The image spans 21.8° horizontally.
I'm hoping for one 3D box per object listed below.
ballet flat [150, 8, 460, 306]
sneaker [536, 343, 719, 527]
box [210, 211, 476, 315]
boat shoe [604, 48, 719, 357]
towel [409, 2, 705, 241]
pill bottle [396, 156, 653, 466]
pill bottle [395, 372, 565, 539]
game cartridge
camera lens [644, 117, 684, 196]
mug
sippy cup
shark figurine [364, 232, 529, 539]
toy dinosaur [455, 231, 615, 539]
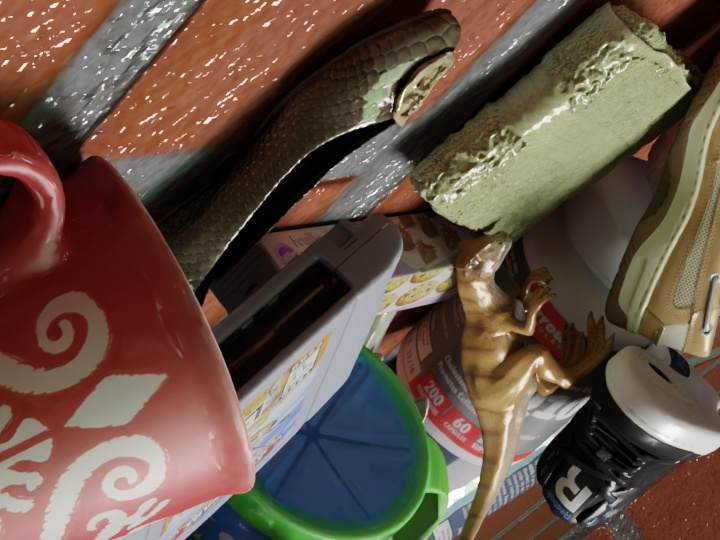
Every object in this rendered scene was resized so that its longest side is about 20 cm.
[{"bbox_3d":[-0.033,-0.034,0.774,0.200,0.046,0.067,-38,166,13],"label":"ballet flat"},{"bbox_3d":[0.144,0.103,1.046,0.112,0.073,0.200,-48,168,11],"label":"sneaker"},{"bbox_3d":[0.000,0.000,0.966,0.041,0.039,0.200,-45,162,26],"label":"box"},{"bbox_3d":[0.205,-0.048,1.014,0.072,0.076,0.200,-24,137,-66],"label":"boat shoe"},{"bbox_3d":[0.105,-0.073,0.971,0.148,0.036,0.200,-38,167,14],"label":"towel"},{"bbox_3d":[0.122,0.026,1.165,0.114,0.114,0.200,-17,157,-49],"label":"pill bottle"},{"bbox_3d":[0.078,0.108,1.315,0.200,0.120,0.120,-31,165,-12],"label":"pill bottle"},{"bbox_3d":[-0.064,0.067,0.820,0.200,0.042,0.133,-42,162,-30],"label":"game cartridge"},{"bbox_3d":[0.286,-0.083,1.085,0.160,0.160,0.200,-15,155,-52],"label":"camera lens"},{"bbox_3d":[-0.162,0.041,0.652,0.200,0.178,0.133,-26,-161,-15],"label":"mug"},{"bbox_3d":[-0.051,0.116,1.021,0.130,0.178,0.140,-49,179,44],"label":"sippy cup"},{"bbox_3d":[0.005,0.049,1.110,0.215,0.128,0.090,-63,-173,15],"label":"shark figurine"},{"bbox_3d":[0.082,0.062,1.040,0.106,0.060,0.200,-12,113,-19],"label":"toy dinosaur"}]
